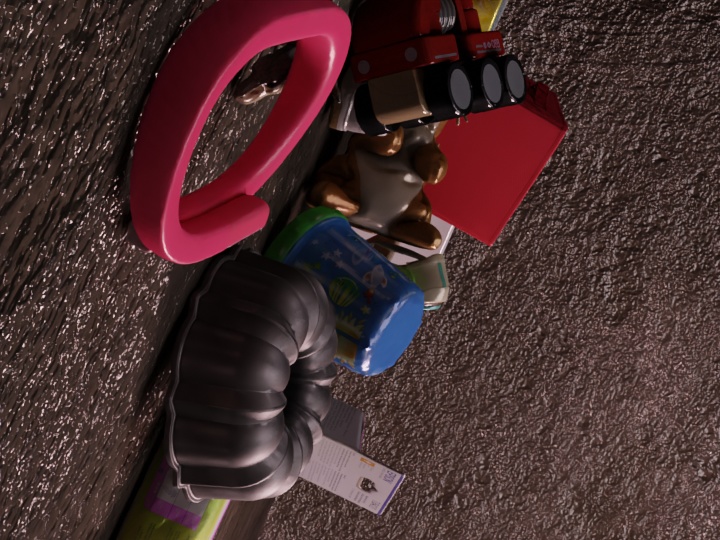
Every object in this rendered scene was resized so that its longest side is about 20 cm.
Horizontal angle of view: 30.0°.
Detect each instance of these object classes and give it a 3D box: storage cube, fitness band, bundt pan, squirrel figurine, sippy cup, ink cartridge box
[{"bbox_3d":[0.127,-0.170,1.652,0.200,0.180,0.171,-59,-171,21],"label":"storage cube"},{"bbox_3d":[-0.064,-0.079,0.708,0.144,0.037,0.200,-67,168,22],"label":"fitness band"},{"bbox_3d":[-0.073,0.086,1.024,0.202,0.076,0.202,10,90,-74],"label":"bundt pan"},{"bbox_3d":[0.035,-0.131,1.388,0.200,0.141,0.187,-174,-76,-84],"label":"squirrel figurine"},{"bbox_3d":[-0.016,0.028,1.261,0.178,0.130,0.140,-45,153,-25],"label":"sippy cup"},{"bbox_3d":[-0.053,0.148,1.229,0.196,0.200,0.043,107,7,-69],"label":"ink cartridge box"}]

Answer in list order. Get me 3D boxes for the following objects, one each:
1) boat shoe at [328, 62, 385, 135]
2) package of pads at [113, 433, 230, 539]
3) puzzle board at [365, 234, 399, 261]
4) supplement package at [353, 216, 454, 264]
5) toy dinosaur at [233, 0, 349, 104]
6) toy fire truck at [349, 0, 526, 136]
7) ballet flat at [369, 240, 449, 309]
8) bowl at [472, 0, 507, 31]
[{"bbox_3d":[0.033,-0.199,1.286,0.071,0.069,0.200,104,9,-55],"label":"boat shoe"},{"bbox_3d":[-0.161,0.220,1.155,0.155,0.068,0.200,100,14,-79],"label":"package of pads"},{"bbox_3d":[-0.029,0.020,1.532,0.151,0.017,0.200,-25,-163,25],"label":"puzzle board"},{"bbox_3d":[0.086,-0.116,2.078,0.200,0.147,0.191,-64,176,-51],"label":"supplement package"},{"bbox_3d":[-0.023,-0.165,0.860,0.088,0.047,0.200,95,15,-60],"label":"toy dinosaur"},{"bbox_3d":[0.070,-0.233,1.175,0.176,0.128,0.200,-21,99,-57],"label":"toy fire truck"},{"bbox_3d":[0.000,0.000,1.398,0.069,0.200,0.070,-14,106,-63],"label":"ballet flat"},{"bbox_3d":[0.114,-0.331,1.308,0.200,0.108,0.200,24,90,-86],"label":"bowl"}]
